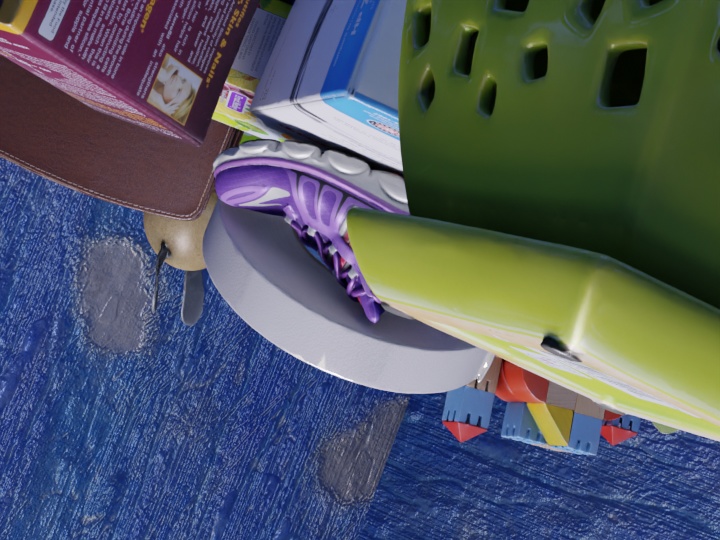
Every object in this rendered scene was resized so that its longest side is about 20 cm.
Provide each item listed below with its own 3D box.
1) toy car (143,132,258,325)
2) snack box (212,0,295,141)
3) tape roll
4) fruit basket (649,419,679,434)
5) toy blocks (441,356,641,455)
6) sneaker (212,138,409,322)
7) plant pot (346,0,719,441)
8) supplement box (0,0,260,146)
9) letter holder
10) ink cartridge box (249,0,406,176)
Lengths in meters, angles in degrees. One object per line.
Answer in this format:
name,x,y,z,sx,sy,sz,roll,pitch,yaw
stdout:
toy car,-0.127,-0.049,1.503,0.157,0.201,0.164,19,175,21
snack box,-0.018,-0.112,1.125,0.199,0.068,0.169,20,175,-5
tape roll,0.000,0.000,1.072,0.201,0.037,0.203,19,-151,-11
fruit basket,0.192,0.009,0.831,0.200,0.184,0.094,-123,13,-60
toy blocks,0.143,0.068,1.214,0.199,0.138,0.100,16,170,-25
sneaker,-0.001,-0.018,0.987,0.199,0.084,0.081,22,176,15
plant pot,0.122,-0.039,0.652,0.199,0.183,0.199,25,174,-30
supplement box,-0.145,-0.156,0.931,0.085,0.111,0.200,19,175,27
letter holder,-0.190,-0.124,1.295,0.199,0.143,0.101,21,175,-2
ink cartridge box,0.039,-0.097,0.930,0.146,0.086,0.200,23,177,-18
